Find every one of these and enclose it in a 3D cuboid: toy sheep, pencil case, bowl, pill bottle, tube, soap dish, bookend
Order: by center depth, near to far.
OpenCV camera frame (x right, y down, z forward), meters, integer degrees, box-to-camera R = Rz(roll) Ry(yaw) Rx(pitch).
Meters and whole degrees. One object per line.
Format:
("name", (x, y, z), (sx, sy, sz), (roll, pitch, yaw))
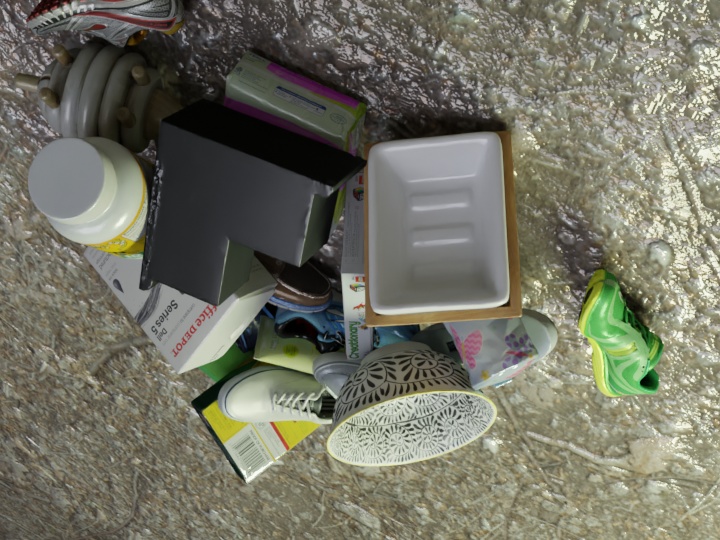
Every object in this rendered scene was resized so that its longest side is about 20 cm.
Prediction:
("soap dish", (0.083, -0.038, 1.169), (0.155, 0.202, 0.081), (-4, 160, 11))
("bookend", (-0.117, -0.048, 1.204), (0.198, 0.092, 0.201), (21, 119, 15))
("pill bottle", (-0.271, -0.079, 1.219), (0.112, 0.114, 0.200), (18, 177, 11))
("pencil case", (0.117, 0.030, 1.249), (0.201, 0.083, 0.091), (63, 154, 11))
("toy sheep", (-0.291, -0.193, 1.275), (0.198, 0.139, 0.139), (19, 139, 3))
("bowl", (0.050, 0.143, 1.318), (0.198, 0.095, 0.201), (-9, 151, -5))
("tube", (-0.039, 0.113, 1.474), (0.198, 0.052, 0.058), (17, 180, -10))

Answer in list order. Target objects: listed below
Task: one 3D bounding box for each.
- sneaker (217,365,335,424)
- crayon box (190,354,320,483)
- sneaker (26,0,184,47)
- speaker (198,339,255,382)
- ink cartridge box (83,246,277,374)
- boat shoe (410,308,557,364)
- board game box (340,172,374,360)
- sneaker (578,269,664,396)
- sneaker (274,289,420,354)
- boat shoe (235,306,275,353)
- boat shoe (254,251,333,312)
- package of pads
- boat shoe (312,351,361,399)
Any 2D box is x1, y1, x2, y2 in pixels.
("sneaker", (-0.082, 0.162, 1.465), (0.071, 0.198, 0.074), (19, 109, 61))
("crayon box", (-0.110, 0.170, 1.521), (0.128, 0.199, 0.051), (61, 162, -22))
("sneaker", (-0.276, -0.272, 1.225), (0.198, 0.078, 0.083), (-1, 132, 30))
("speaker", (-0.191, 0.103, 1.560), (0.200, 0.089, 0.088), (42, 138, -15))
("ink cartridge box", (-0.217, -0.002, 1.372), (0.200, 0.084, 0.146), (49, 121, 13))
("boat shoe", (0.157, 0.074, 1.344), (0.201, 0.086, 0.075), (-16, 100, 43))
("board game box", (0.000, 0.000, 1.283), (0.034, 0.127, 0.201), (2, 149, 2))
("sneaker", (0.294, 0.069, 1.270), (0.083, 0.075, 0.201), (4, 144, 28))
("sneaker", (-0.018, 0.079, 1.435), (0.198, 0.090, 0.079), (11, 137, 19))
("boat shoe", (-0.186, 0.030, 1.474), (0.200, 0.069, 0.084), (48, 167, -21))
("boat shoe", (-0.118, -0.020, 1.401), (0.199, 0.072, 0.073), (29, 136, 1))
("package of pads", (-0.081, -0.128, 1.275), (0.153, 0.068, 0.201), (25, 140, 5))
("boat shoe", (0.023, 0.169, 1.432), (0.200, 0.072, 0.070), (32, 130, -29))
